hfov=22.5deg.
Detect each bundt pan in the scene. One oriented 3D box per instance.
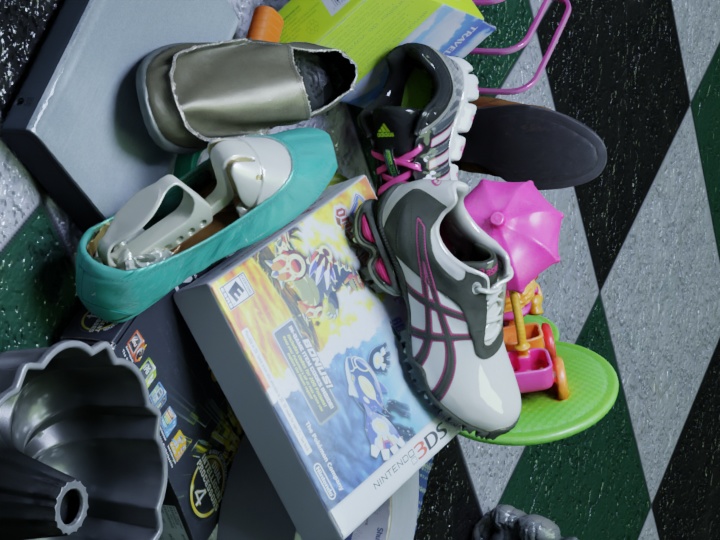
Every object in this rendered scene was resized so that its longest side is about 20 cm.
[{"bbox_3d":[-0.203,0.137,1.094,0.202,0.076,0.203,-19,112,-60],"label":"bundt pan"}]

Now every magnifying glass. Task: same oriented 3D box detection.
[{"bbox_3d":[-0.085,-0.101,1.261,0.080,0.022,0.200,44,48,-40],"label":"magnifying glass"}]

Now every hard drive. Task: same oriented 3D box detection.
[{"bbox_3d":[-0.153,-0.131,1.189,0.140,0.033,0.200,56,47,-49],"label":"hard drive"}]

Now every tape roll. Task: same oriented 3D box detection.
[{"bbox_3d":[-0.028,0.186,1.349,0.200,0.066,0.201,-27,121,-59],"label":"tape roll"}]

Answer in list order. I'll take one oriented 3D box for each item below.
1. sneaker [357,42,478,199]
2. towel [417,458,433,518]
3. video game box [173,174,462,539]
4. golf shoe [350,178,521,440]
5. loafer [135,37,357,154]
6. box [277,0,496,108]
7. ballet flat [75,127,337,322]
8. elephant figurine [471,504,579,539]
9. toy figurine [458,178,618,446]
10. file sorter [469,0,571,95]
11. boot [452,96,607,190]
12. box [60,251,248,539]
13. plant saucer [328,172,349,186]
[{"bbox_3d":[0.033,-0.085,1.368,0.087,0.074,0.200,34,63,-50],"label":"sneaker"},{"bbox_3d":[0.020,0.200,1.573,0.145,0.024,0.201,40,60,-56],"label":"towel"},{"bbox_3d":[-0.016,0.060,1.265,0.182,0.047,0.200,-39,105,-46],"label":"video game box"},{"bbox_3d":[0.070,0.029,1.268,0.077,0.088,0.200,-44,110,-47],"label":"golf shoe"},{"bbox_3d":[-0.072,-0.127,1.208,0.200,0.070,0.075,-23,97,-54],"label":"loafer"},{"bbox_3d":[0.012,-0.182,1.397,0.048,0.122,0.200,58,22,18],"label":"box"},{"bbox_3d":[-0.097,-0.042,1.154,0.200,0.067,0.070,-36,149,-16],"label":"ballet flat"},{"bbox_3d":[0.136,0.336,1.731,0.200,0.155,0.141,-65,-170,-14],"label":"elephant figurine"},{"bbox_3d":[0.119,0.008,1.437,0.200,0.150,0.185,-95,177,-63],"label":"toy figurine"},{"bbox_3d":[0.088,-0.261,1.516,0.139,0.125,0.200,-63,145,-35],"label":"file sorter"},{"bbox_3d":[0.132,-0.111,1.526,0.200,0.188,0.069,-24,112,-68],"label":"boot"},{"bbox_3d":[-0.123,0.070,1.263,0.161,0.049,0.200,-60,144,-43],"label":"box"},{"bbox_3d":[0.000,0.000,1.391,0.200,0.031,0.200,45,28,-32],"label":"plant saucer"}]
